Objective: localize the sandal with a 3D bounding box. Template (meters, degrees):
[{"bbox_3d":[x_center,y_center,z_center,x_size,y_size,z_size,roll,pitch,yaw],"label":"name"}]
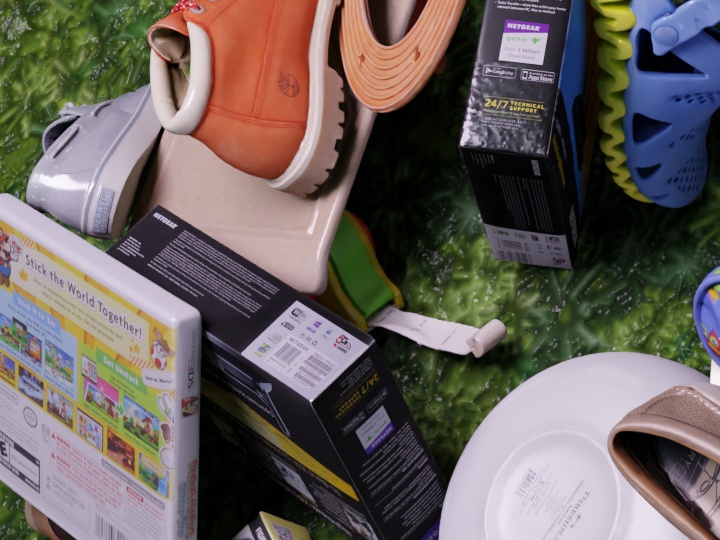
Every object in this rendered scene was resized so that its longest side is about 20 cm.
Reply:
[{"bbox_3d":[0.168,-0.110,1.234,0.087,0.201,0.080,8,49,19],"label":"sandal"}]

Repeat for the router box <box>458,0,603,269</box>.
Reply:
[{"bbox_3d":[0.097,-0.100,1.271,0.051,0.200,0.150,8,76,11],"label":"router box"}]

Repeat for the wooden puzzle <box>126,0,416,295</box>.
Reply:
[{"bbox_3d":[-0.051,-0.086,1.411,0.184,0.037,0.201,6,77,49],"label":"wooden puzzle"}]

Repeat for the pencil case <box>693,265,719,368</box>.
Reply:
[{"bbox_3d":[0.241,-0.029,1.148,0.078,0.087,0.200,26,60,29],"label":"pencil case"}]

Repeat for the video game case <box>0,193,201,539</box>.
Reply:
[{"bbox_3d":[-0.157,0.072,1.369,0.200,0.023,0.183,29,125,44],"label":"video game case"}]

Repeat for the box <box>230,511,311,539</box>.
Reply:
[{"bbox_3d":[-0.099,0.233,1.389,0.200,0.050,0.075,-43,51,18],"label":"box"}]

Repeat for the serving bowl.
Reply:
[{"bbox_3d":[0.116,0.132,1.246,0.199,0.066,0.201,-17,61,34],"label":"serving bowl"}]

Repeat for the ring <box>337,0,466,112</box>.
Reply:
[{"bbox_3d":[0.031,-0.184,1.281,0.200,0.019,0.202,-171,90,-69],"label":"ring"}]

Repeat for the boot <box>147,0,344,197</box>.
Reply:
[{"bbox_3d":[-0.070,-0.146,1.346,0.075,0.107,0.201,-42,41,43],"label":"boot"}]

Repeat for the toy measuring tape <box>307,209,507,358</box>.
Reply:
[{"bbox_3d":[0.000,0.000,1.388,0.199,0.073,0.074,14,81,44],"label":"toy measuring tape"}]

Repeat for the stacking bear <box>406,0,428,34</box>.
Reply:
[{"bbox_3d":[-0.014,-0.213,1.472,0.201,0.121,0.114,60,149,27],"label":"stacking bear"}]

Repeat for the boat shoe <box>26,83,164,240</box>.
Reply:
[{"bbox_3d":[-0.164,-0.079,1.492,0.201,0.071,0.070,-74,1,-69],"label":"boat shoe"}]

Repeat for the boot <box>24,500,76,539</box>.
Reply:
[{"bbox_3d":[-0.155,0.072,1.466,0.166,0.072,0.201,-10,79,56],"label":"boot"}]

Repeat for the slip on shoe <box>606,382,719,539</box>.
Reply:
[{"bbox_3d":[0.196,0.124,1.114,0.200,0.060,0.076,47,128,34],"label":"slip on shoe"}]

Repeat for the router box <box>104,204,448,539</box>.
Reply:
[{"bbox_3d":[-0.045,0.066,1.341,0.052,0.158,0.200,-43,46,-17],"label":"router box"}]

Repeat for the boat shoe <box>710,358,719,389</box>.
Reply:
[{"bbox_3d":[0.220,-0.005,1.216,0.062,0.071,0.201,-3,65,26],"label":"boat shoe"}]
